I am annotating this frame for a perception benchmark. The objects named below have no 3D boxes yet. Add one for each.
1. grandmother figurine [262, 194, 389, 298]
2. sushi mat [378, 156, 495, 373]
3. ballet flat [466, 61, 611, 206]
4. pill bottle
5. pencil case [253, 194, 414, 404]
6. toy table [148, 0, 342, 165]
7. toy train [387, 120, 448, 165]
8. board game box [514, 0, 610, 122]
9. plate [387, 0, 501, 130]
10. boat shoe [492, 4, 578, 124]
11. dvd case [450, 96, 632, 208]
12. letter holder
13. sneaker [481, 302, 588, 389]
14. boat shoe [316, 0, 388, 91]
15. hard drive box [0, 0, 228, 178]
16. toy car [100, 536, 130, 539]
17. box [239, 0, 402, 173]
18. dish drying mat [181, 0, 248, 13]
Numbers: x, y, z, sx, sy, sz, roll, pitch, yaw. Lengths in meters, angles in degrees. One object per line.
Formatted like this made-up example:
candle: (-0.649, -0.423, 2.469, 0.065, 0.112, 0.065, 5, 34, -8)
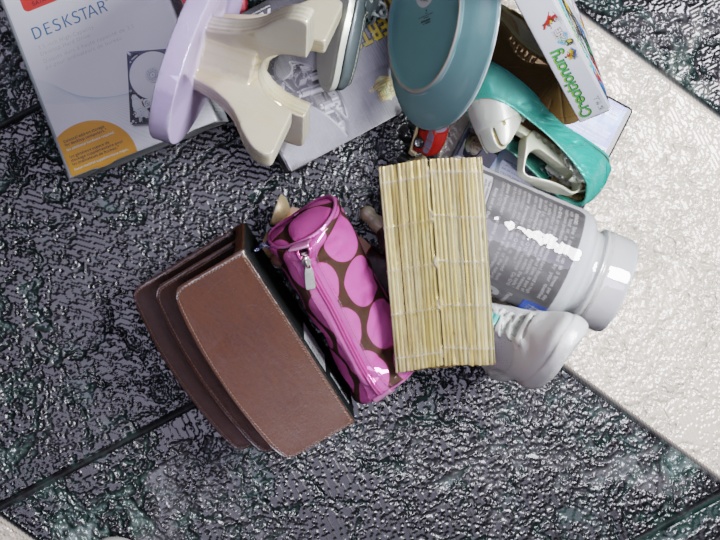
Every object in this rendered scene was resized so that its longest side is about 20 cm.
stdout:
grandmother figurine: (0.000, 0.000, 1.608, 0.200, 0.061, 0.121, 20, 103, -2)
sushi mat: (0.071, -0.005, 1.509, 0.096, 0.012, 0.200, -3, 101, 8)
ballet flat: (0.156, -0.128, 1.560, 0.200, 0.067, 0.070, 35, 56, -16)
pill bottle: (0.157, -0.022, 1.570, 0.200, 0.114, 0.114, 23, 90, -4)
pencil case: (-0.016, 0.033, 1.542, 0.091, 0.094, 0.200, -28, 114, 5)
toy table: (-0.099, -0.187, 1.451, 0.117, 0.184, 0.200, 18, 71, 7)
toy train: (0.063, -0.135, 1.571, 0.046, 0.034, 0.200, 34, 128, 22)
board game box: (0.166, -0.243, 1.467, 0.035, 0.126, 0.200, -22, 137, 15)
plate: (0.066, -0.227, 1.482, 0.026, 0.200, 0.200, 4, 92, -26)
boat shoe: (0.139, -0.218, 1.587, 0.200, 0.069, 0.074, 35, 123, -12)
dvd case: (0.165, -0.105, 1.634, 0.143, 0.018, 0.200, 27, 89, -5)
letter holder: (-0.118, 0.082, 1.557, 0.142, 0.101, 0.200, -30, 106, 6)
sneaker: (0.139, 0.060, 1.545, 0.088, 0.200, 0.075, 40, 72, -11)
boat shoe: (0.005, -0.262, 1.537, 0.062, 0.073, 0.200, 12, 84, -23)
hard drive box: (-0.237, -0.207, 1.562, 0.156, 0.077, 0.200, -21, 93, 5)
toy car: (-0.233, 0.369, 1.558, 0.200, 0.150, 0.175, -45, 95, -1)
box: (-0.022, -0.209, 1.592, 0.200, 0.048, 0.159, -28, 94, -8)
dish drying mat: (-0.151, -0.284, 1.605, 0.077, 0.018, 0.200, -5, 92, -3)
